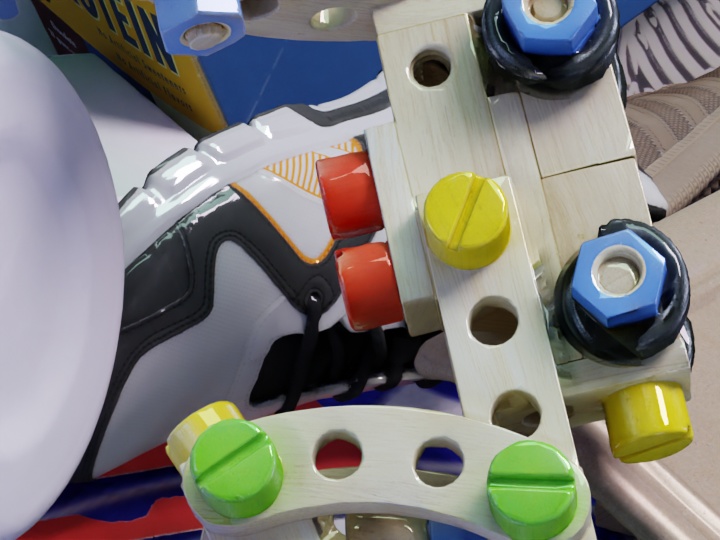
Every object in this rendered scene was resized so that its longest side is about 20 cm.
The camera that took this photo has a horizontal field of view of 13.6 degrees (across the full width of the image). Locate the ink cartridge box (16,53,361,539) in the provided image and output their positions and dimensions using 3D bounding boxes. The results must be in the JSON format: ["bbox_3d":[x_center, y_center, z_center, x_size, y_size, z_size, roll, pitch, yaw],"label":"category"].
[{"bbox_3d":[-0.099,0.004,0.781,0.160,0.050,0.200,-7,27,-31],"label":"ink cartridge box"}]

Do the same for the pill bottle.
[{"bbox_3d":[-0.162,0.000,0.666,0.199,0.113,0.112,3,20,25],"label":"pill bottle"}]

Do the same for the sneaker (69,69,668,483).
[{"bbox_3d":[0.000,0.000,0.744,0.200,0.074,0.080,-33,70,-35],"label":"sneaker"}]

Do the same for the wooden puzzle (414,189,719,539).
[{"bbox_3d":[0.132,0.055,0.716,0.200,0.037,0.185,38,34,20],"label":"wooden puzzle"}]

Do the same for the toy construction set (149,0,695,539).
[{"bbox_3d":[0.000,-0.003,0.632,0.130,0.201,0.092,-13,-7,2],"label":"toy construction set"}]

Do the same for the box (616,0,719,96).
[{"bbox_3d":[0.130,-0.079,1.013,0.199,0.069,0.082,-12,30,-37],"label":"box"}]

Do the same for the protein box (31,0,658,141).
[{"bbox_3d":[-0.011,-0.153,0.882,0.198,0.201,0.135,-36,40,-14],"label":"protein box"}]

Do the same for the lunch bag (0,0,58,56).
[{"bbox_3d":[-0.103,-0.135,1.047,0.160,0.078,0.200,24,28,31],"label":"lunch bag"}]

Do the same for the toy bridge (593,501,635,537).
[{"bbox_3d":[0.092,0.057,0.749,0.067,0.027,0.200,15,25,11],"label":"toy bridge"}]

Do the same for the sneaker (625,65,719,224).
[{"bbox_3d":[0.086,-0.034,0.896,0.075,0.071,0.200,18,25,23],"label":"sneaker"}]
